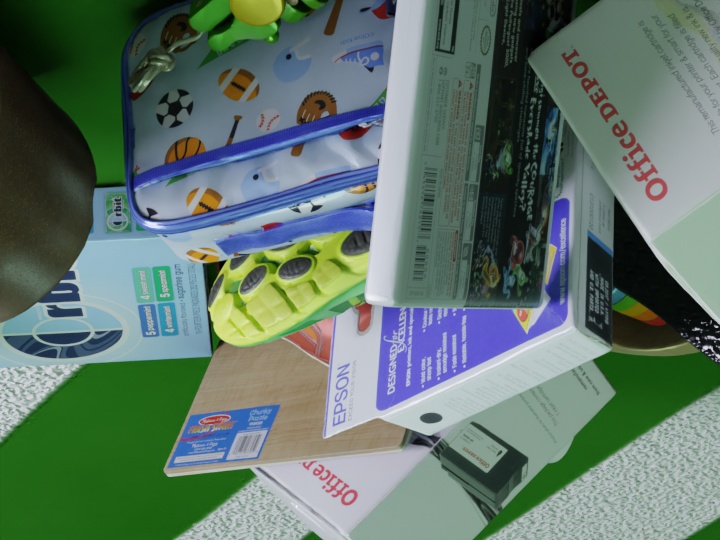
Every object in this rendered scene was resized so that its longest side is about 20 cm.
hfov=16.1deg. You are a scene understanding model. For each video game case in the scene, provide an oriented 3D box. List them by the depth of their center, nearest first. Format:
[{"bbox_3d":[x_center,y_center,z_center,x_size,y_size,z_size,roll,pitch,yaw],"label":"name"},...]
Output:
[{"bbox_3d":[0.063,-0.079,1.379,0.023,0.200,0.182,7,-178,29],"label":"video game case"}]

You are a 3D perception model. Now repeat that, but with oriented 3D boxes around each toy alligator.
[{"bbox_3d":[-0.049,-0.151,1.387,0.054,0.059,0.200,30,127,-23],"label":"toy alligator"}]

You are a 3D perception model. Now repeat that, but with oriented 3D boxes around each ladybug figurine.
[{"bbox_3d":[0.180,-0.002,1.704,0.136,0.072,0.200,-27,144,36],"label":"ladybug figurine"}]

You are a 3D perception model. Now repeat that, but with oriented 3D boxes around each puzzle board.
[{"bbox_3d":[-0.028,0.069,1.687,0.200,0.151,0.017,-10,135,37],"label":"puzzle board"}]

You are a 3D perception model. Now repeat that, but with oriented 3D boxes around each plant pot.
[{"bbox_3d":[-0.255,-0.065,1.424,0.200,0.200,0.198,-15,157,18],"label":"plant pot"}]

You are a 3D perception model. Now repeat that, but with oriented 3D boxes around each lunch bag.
[{"bbox_3d":[-0.035,-0.089,1.428,0.200,0.160,0.076,-15,150,19],"label":"lunch bag"}]

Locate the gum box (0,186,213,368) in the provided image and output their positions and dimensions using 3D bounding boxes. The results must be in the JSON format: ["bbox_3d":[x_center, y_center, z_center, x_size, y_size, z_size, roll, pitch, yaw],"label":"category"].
[{"bbox_3d":[-0.202,0.006,1.696,0.200,0.045,0.170,-4,151,-2],"label":"gum box"}]

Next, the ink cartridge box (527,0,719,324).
[{"bbox_3d":[0.226,-0.097,1.400,0.200,0.147,0.145,-35,146,10],"label":"ink cartridge box"}]

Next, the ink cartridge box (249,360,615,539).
[{"bbox_3d":[0.044,0.102,1.672,0.200,0.145,0.084,-44,123,-9],"label":"ink cartridge box"}]

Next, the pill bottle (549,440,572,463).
[{"bbox_3d":[0.050,0.089,1.814,0.200,0.109,0.109,8,149,-20],"label":"pill bottle"}]

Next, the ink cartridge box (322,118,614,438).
[{"bbox_3d":[0.068,-0.002,1.562,0.200,0.198,0.043,-25,134,34],"label":"ink cartridge box"}]

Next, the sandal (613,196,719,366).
[{"bbox_3d":[0.190,-0.011,1.588,0.048,0.200,0.075,-2,134,-55],"label":"sandal"}]

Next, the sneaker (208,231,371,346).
[{"bbox_3d":[0.000,0.000,1.526,0.200,0.074,0.084,-25,143,18],"label":"sneaker"}]

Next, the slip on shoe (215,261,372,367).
[{"bbox_3d":[-0.019,0.021,1.653,0.200,0.074,0.061,20,162,40],"label":"slip on shoe"}]
